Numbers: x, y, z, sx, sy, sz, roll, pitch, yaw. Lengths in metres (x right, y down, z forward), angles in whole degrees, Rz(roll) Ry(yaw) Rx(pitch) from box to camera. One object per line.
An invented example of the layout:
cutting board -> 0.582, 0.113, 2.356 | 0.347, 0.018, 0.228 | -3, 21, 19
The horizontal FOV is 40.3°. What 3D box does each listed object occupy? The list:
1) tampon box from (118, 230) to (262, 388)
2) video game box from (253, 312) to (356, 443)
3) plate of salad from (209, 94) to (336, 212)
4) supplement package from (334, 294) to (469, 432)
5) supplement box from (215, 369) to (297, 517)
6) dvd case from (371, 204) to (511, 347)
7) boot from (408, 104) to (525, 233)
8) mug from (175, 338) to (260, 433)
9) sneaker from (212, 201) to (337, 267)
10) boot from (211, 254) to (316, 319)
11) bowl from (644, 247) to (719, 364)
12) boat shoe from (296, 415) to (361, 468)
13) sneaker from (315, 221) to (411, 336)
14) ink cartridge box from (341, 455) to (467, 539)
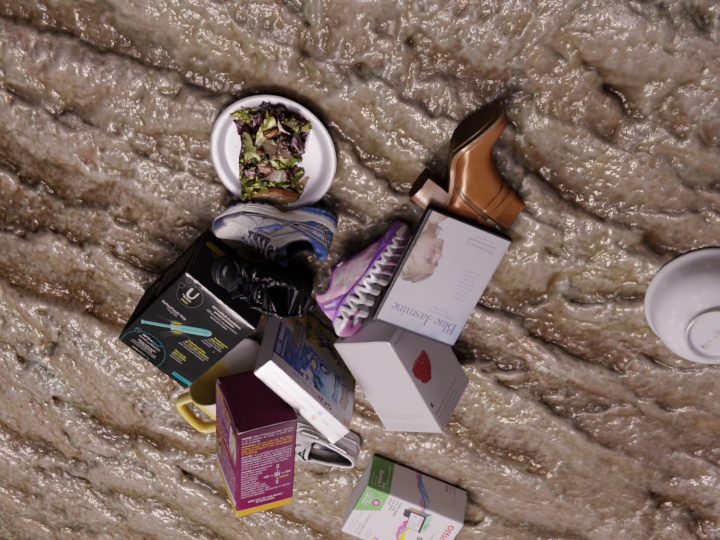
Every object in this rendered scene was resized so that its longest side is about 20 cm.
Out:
tampon box -> -0.272, 0.066, 1.629 | 0.150, 0.127, 0.200 | 40, 122, -17
video game box -> -0.083, 0.156, 1.607 | 0.047, 0.201, 0.182 | -35, 113, 22
plate of salad -> -0.135, -0.168, 1.485 | 0.197, 0.048, 0.202 | 6, 126, 8
supplement package -> 0.070, 0.151, 1.603 | 0.119, 0.122, 0.201 | -5, 127, 40
supplement box -> -0.173, 0.279, 1.604 | 0.102, 0.131, 0.202 | -10, 130, -20
dvd case -> 0.120, 0.012, 1.472 | 0.141, 0.018, 0.201 | 19, 114, -17
boot -> 0.186, -0.132, 1.431 | 0.154, 0.077, 0.200 | 31, 115, -19
mug -> -0.211, 0.223, 1.736 | 0.185, 0.150, 0.154 | 5, 141, 43
sneaker -> -0.137, -0.053, 1.523 | 0.197, 0.086, 0.077 | 1, 157, 8
boot -> -0.123, 0.030, 1.517 | 0.197, 0.162, 0.074 | 15, 95, -37
bowl -> 0.535, 0.073, 1.489 | 0.198, 0.091, 0.203 | 6, 125, 8
boat shoe -> -0.098, 0.317, 1.808 | 0.197, 0.066, 0.074 | 8, 126, 6
sneaker -> 0.000, 0.000, 1.532 | 0.088, 0.080, 0.201 | 37, 95, 23
ink cartridge box -> 0.084, 0.456, 1.856 | 0.198, 0.084, 0.146 | 22, 126, -5
